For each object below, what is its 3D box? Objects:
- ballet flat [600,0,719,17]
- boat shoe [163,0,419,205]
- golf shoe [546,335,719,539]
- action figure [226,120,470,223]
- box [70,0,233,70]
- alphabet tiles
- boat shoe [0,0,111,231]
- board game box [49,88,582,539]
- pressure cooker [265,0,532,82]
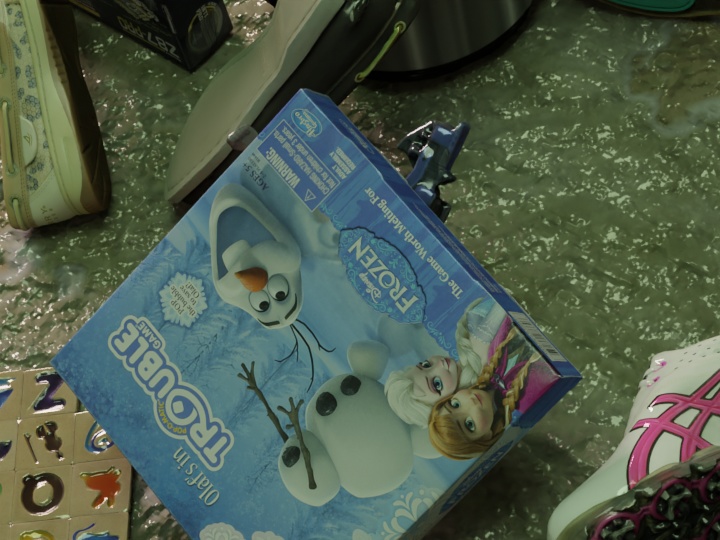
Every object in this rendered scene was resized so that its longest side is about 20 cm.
[{"bbox_3d":[0.210,-0.184,1.298,0.198,0.069,0.063,13,30,18],"label":"ballet flat"},{"bbox_3d":[-0.043,-0.098,1.234,0.060,0.201,0.072,23,41,-25],"label":"boat shoe"},{"bbox_3d":[0.165,0.086,1.099,0.199,0.073,0.092,-30,47,-22],"label":"golf shoe"},{"bbox_3d":[0.000,0.000,1.175,0.193,0.104,0.201,37,100,26],"label":"action figure"},{"bbox_3d":[-0.180,-0.224,1.345,0.199,0.162,0.049,30,64,31],"label":"box"},{"bbox_3d":[-0.204,0.140,1.183,0.165,0.006,0.201,-7,53,7],"label":"alphabet tiles"},{"bbox_3d":[-0.202,-0.125,1.300,0.062,0.073,0.202,-17,78,9],"label":"boat shoe"},{"bbox_3d":[-0.027,0.050,1.099,0.199,0.043,0.200,-47,72,13],"label":"board game box"},{"bbox_3d":[0.018,-0.235,1.282,0.175,0.201,0.179,23,62,24],"label":"pressure cooker"}]
